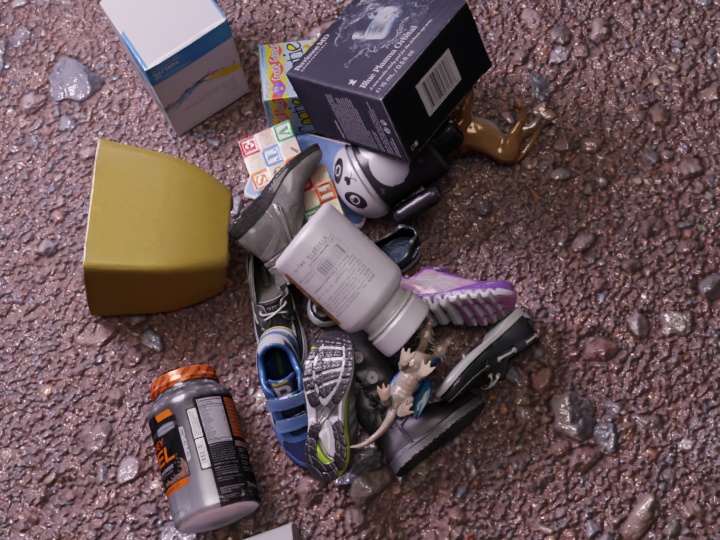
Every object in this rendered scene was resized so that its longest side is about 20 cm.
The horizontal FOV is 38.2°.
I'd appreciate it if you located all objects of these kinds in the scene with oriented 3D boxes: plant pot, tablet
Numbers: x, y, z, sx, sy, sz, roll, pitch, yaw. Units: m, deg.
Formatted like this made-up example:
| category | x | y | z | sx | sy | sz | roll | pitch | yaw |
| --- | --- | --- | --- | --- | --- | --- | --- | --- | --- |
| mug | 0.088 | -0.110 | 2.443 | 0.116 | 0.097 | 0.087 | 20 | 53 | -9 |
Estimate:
| category | x | y | z | sx | sy | sz | roll | pitch | yaw |
| --- | --- | --- | --- | --- | --- | --- | --- | --- | --- |
| plant pot | -0.286 | -0.049 | 1.497 | 0.196 | 0.196 | 0.198 | 5 | 68 | -10 |
| tablet | -0.070 | -0.146 | 1.606 | 0.196 | 0.014 | 0.132 | 15 | 71 | 11 |

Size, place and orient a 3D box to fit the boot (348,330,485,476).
| category | x | y | z | sx | sy | sz | roll | pitch | yaw |
| --- | --- | --- | --- | --- | --- | --- | --- | --- | --- |
| boot | 0.055 | 0.158 | 1.455 | 0.163 | 0.066 | 0.201 | -33 | 66 | -11 |

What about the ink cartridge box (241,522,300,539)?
| category | x | y | z | sx | sy | sz | roll | pitch | yaw |
| --- | --- | --- | --- | --- | --- | --- | --- | --- | --- |
| ink cartridge box | -0.158 | 0.360 | 1.313 | 0.158 | 0.201 | 0.051 | -17 | 67 | -4 |

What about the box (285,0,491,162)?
| category | x | y | z | sx | sy | sz | roll | pitch | yaw |
| --- | --- | --- | --- | --- | --- | --- | --- | --- | --- |
| box | 0.038 | -0.277 | 1.436 | 0.198 | 0.118 | 0.197 | 22 | 64 | 42 |

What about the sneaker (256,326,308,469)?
| category | x | y | z | sx | sy | sz | roll | pitch | yaw |
| --- | --- | --- | --- | --- | --- | --- | --- | --- | --- |
| sneaker | -0.099 | 0.179 | 1.426 | 0.073 | 0.082 | 0.204 | -20 | 89 | 1 |

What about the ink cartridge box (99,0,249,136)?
| category | x | y | z | sx | sy | sz | roll | pitch | yaw |
| --- | --- | --- | --- | --- | --- | --- | --- | --- | --- |
| ink cartridge box | -0.279 | -0.341 | 1.597 | 0.145 | 0.201 | 0.148 | -34 | 70 | -8 |

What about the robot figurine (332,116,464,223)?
| category | x | y | z | sx | sy | sz | roll | pitch | yaw |
| --- | --- | --- | --- | --- | --- | --- | --- | --- | --- |
| robot figurine | 0.051 | -0.164 | 1.510 | 0.198 | 0.125 | 0.151 | -33 | 36 | 14 |

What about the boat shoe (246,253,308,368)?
| category | x | y | z | sx | sy | sz | roll | pitch | yaw |
| --- | --- | --- | --- | --- | --- | --- | --- | --- | --- |
| boat shoe | -0.129 | 0.056 | 1.498 | 0.071 | 0.071 | 0.203 | -20 | 72 | -5 |

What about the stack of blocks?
| category | x | y | z | sx | sy | sz | roll | pitch | yaw |
| --- | --- | --- | --- | --- | --- | --- | --- | --- | --- |
| stack of blocks | -0.096 | -0.117 | 1.556 | 0.113 | 0.059 | 0.203 | -22 | 75 | 1 |

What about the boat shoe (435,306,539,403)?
| category | x | y | z | sx | sy | sz | roll | pitch | yaw |
| --- | --- | --- | --- | --- | --- | --- | --- | --- | --- |
| boat shoe | 0.179 | 0.125 | 1.423 | 0.061 | 0.076 | 0.199 | 48 | 58 | 4 |

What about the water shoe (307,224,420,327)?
| category | x | y | z | sx | sy | sz | roll | pitch | yaw |
| --- | --- | --- | --- | --- | --- | --- | --- | --- | --- |
| water shoe | 0.000 | 0.000 | 1.507 | 0.199 | 0.079 | 0.072 | -38 | 70 | -10 |

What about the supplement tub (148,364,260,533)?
| category | x | y | z | sx | sy | sz | roll | pitch | yaw |
| --- | --- | --- | --- | --- | --- | --- | --- | --- | --- |
| supplement tub | -0.216 | 0.240 | 1.407 | 0.120 | 0.123 | 0.203 | -18 | 68 | -3 |

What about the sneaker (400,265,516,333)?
| category | x | y | z | sx | sy | sz | roll | pitch | yaw |
| --- | --- | --- | --- | --- | --- | --- | --- | --- | --- |
| sneaker | 0.124 | 0.031 | 1.475 | 0.196 | 0.081 | 0.090 | -9 | 52 | 21 |

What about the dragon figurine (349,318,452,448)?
| category | x | y | z | sx | sy | sz | roll | pitch | yaw |
| --- | --- | --- | --- | --- | --- | --- | --- | --- | --- |
| dragon figurine | 0.062 | 0.159 | 1.383 | 0.058 | 0.099 | 0.203 | 26 | 85 | 15 |

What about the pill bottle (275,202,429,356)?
| category | x | y | z | sx | sy | sz | roll | pitch | yaw |
| --- | --- | --- | --- | --- | --- | --- | --- | --- | --- |
| pill bottle | -0.008 | 0.017 | 1.397 | 0.199 | 0.114 | 0.115 | 42 | 75 | -5 |

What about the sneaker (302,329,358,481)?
| category | x | y | z | sx | sy | sz | roll | pitch | yaw |
| --- | --- | --- | --- | --- | --- | --- | --- | --- | --- |
| sneaker | -0.037 | 0.182 | 1.405 | 0.072 | 0.081 | 0.205 | 1 | 78 | 15 |

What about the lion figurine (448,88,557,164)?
| category | x | y | z | sx | sy | sz | roll | pitch | yaw |
| --- | --- | --- | --- | --- | --- | --- | --- | --- | --- |
| lion figurine | 0.188 | -0.205 | 1.577 | 0.196 | 0.072 | 0.125 | 19 | 99 | 5 |

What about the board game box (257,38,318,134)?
| category | x | y | z | sx | sy | sz | roll | pitch | yaw |
| --- | --- | --- | --- | --- | --- | --- | --- | --- | --- |
| board game box | -0.052 | -0.286 | 1.603 | 0.195 | 0.105 | 0.105 | -7 | 65 | -1 |

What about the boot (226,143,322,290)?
| category | x | y | z | sx | sy | sz | roll | pitch | yaw |
| --- | --- | --- | --- | --- | --- | --- | --- | --- | --- |
| boot | -0.089 | -0.075 | 1.485 | 0.131 | 0.068 | 0.201 | 43 | 64 | -9 |
